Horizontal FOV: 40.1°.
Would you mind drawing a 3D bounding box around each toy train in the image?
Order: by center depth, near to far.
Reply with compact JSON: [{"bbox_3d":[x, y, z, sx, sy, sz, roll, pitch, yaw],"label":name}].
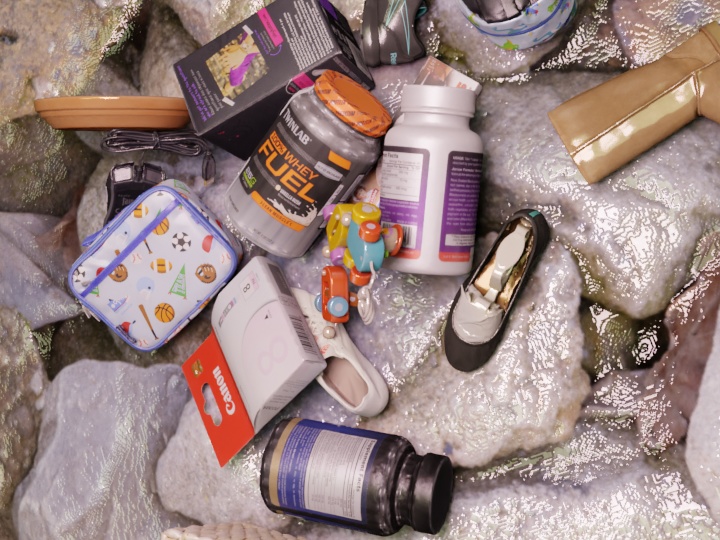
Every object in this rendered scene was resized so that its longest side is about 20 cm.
[{"bbox_3d":[0.000,0.000,1.069,0.055,0.200,0.151,-2,89,-18],"label":"toy train"}]

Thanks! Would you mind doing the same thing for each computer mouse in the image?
[{"bbox_3d":[-0.255,-0.108,1.244,0.139,0.201,0.046,-3,47,-16],"label":"computer mouse"}]

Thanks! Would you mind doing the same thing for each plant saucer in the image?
[{"bbox_3d":[-0.299,-0.192,1.222,0.199,0.200,0.038,1,97,20],"label":"plant saucer"}]

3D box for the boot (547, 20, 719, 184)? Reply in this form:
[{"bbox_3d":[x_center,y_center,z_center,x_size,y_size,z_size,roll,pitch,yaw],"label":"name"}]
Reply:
[{"bbox_3d":[0.326,-0.149,1.055,0.199,0.066,0.176,-30,62,14],"label":"boot"}]

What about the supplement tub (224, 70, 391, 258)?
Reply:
[{"bbox_3d":[-0.059,-0.123,1.140,0.123,0.122,0.200,46,114,19],"label":"supplement tub"}]

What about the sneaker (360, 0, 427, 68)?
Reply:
[{"bbox_3d":[0.041,-0.343,1.186,0.079,0.075,0.202,0,90,7],"label":"sneaker"}]

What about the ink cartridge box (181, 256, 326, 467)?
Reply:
[{"bbox_3d":[-0.143,0.108,1.164,0.200,0.057,0.163,-42,54,18],"label":"ink cartridge box"}]

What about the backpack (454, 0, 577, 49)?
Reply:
[{"bbox_3d":[0.165,-0.347,1.105,0.162,0.154,0.201,-26,54,13],"label":"backpack"}]

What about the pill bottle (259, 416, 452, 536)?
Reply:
[{"bbox_3d":[-0.003,0.233,1.104,0.199,0.112,0.113,7,86,21],"label":"pill bottle"}]

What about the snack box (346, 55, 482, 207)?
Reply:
[{"bbox_3d":[0.062,-0.149,1.171,0.072,0.024,0.201,33,96,18],"label":"snack box"}]

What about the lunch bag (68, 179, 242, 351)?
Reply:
[{"bbox_3d":[-0.257,-0.006,1.214,0.200,0.076,0.160,-42,102,12],"label":"lunch bag"}]

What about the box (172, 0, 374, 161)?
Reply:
[{"bbox_3d":[-0.103,-0.234,1.189,0.199,0.122,0.107,-27,72,16],"label":"box"}]

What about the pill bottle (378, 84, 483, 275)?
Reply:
[{"bbox_3d":[0.078,-0.101,1.096,0.111,0.111,0.202,8,97,21],"label":"pill bottle"}]

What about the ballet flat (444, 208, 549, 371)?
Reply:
[{"bbox_3d":[0.143,0.019,1.097,0.068,0.068,0.201,26,94,17],"label":"ballet flat"}]

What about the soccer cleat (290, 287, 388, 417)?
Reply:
[{"bbox_3d":[-0.043,0.090,1.154,0.200,0.078,0.069,45,100,19],"label":"soccer cleat"}]

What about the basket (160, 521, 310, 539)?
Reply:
[{"bbox_3d":[-0.111,0.377,1.087,0.197,0.200,0.162,7,80,21],"label":"basket"}]
